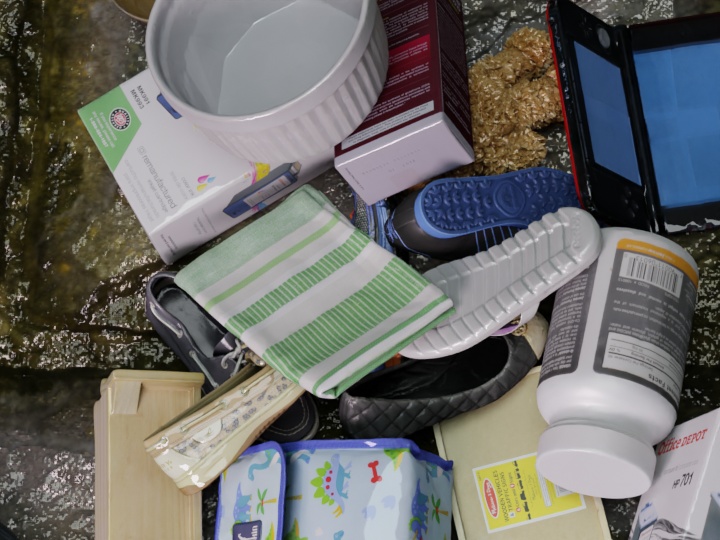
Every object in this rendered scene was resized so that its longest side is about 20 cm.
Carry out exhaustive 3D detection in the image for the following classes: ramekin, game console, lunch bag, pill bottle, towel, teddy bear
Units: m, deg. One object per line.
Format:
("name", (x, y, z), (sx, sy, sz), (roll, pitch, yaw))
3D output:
("ramekin", (-0.070, -0.184, 1.654), (0.199, 0.105, 0.201), (-9, 59, 16))
("game console", (0.259, -0.140, 1.693), (0.118, 0.172, 0.201), (-20, 68, 31))
("lunch bag", (-0.033, 0.229, 1.622), (0.199, 0.127, 0.171), (-3, 73, 26))
("pill bottle", (0.207, 0.076, 1.614), (0.116, 0.117, 0.201), (9, 64, 12))
("towel", (-0.038, 0.016, 1.637), (0.152, 0.023, 0.200), (-35, 51, -21))
("teddy bear", (0.107, -0.136, 1.738), (0.199, 0.067, 0.146), (-24, 68, 1))

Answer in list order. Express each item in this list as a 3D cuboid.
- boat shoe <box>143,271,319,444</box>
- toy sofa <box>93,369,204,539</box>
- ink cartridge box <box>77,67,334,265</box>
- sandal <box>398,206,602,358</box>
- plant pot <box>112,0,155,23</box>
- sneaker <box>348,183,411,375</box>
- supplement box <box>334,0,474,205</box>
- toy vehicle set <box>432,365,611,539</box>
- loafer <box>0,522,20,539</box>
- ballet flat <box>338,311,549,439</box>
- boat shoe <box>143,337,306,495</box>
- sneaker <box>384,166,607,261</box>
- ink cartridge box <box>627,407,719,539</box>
("boat shoe", (-0.116, 0.076, 1.708), (0.073, 0.063, 0.200), (-43, 73, -9))
("toy sofa", (-0.179, 0.189, 1.683), (0.082, 0.098, 0.201), (3, 71, -16))
("ink cartridge box", (-0.128, -0.124, 1.761), (0.199, 0.088, 0.146), (-30, 70, -4))
("sandal", (0.114, 0.021, 1.630), (0.202, 0.050, 0.083), (-27, 51, 16))
("plant pot", (-0.138, -0.291, 1.813), (0.199, 0.028, 0.201), (-12, 47, 14))
("sneaker", (0.000, 0.000, 1.710), (0.078, 0.075, 0.201), (-7, 70, 10))
("supplement box", (0.035, -0.163, 1.710), (0.108, 0.061, 0.201), (-21, 46, 22))
("toy vehicle set", (0.137, 0.186, 1.653), (0.123, 0.027, 0.201), (-14, 71, 5))
("loafer", (-0.282, 0.287, 1.653), (0.199, 0.072, 0.073), (32, 120, 22))
("ballet flat", (0.073, 0.086, 1.645), (0.199, 0.057, 0.067), (-28, 54, -15))
("boat shoe", (-0.092, 0.096, 1.636), (0.063, 0.073, 0.200), (46, 72, -8))
("sneaker", (0.114, -0.045, 1.688), (0.199, 0.078, 0.071), (2, 74, -31))
("ink cartridge box", (0.265, 0.222, 1.547), (0.085, 0.146, 0.201), (20, 74, -5))
